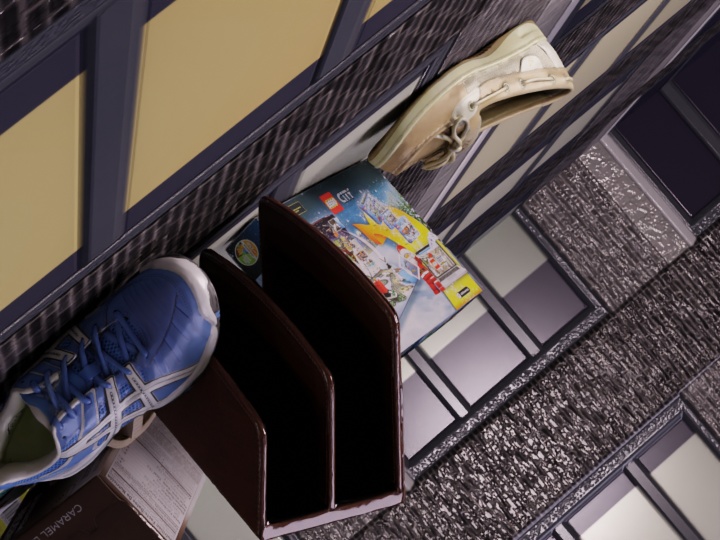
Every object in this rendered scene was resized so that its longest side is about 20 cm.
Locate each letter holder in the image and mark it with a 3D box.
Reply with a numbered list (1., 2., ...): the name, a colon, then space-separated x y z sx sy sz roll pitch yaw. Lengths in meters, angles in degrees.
1. letter holder: -0.060 0.052 1.377 0.100 0.200 0.143 -12 119 -24

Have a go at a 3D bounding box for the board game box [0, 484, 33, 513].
1. board game box: -0.264 0.153 1.521 0.200 0.035 0.126 -42 176 8

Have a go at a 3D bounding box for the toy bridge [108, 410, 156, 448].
1. toy bridge: -0.160 0.084 1.488 0.200 0.027 0.068 -42 143 -63

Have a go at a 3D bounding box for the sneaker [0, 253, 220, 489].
1. sneaker: -0.159 0.070 1.327 0.200 0.076 0.077 -48 171 25

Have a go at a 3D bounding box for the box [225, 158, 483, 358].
1. box: 0.000 0.000 1.590 0.038 0.137 0.200 -44 174 28

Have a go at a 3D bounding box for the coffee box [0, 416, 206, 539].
1. coffee box: -0.179 0.162 1.560 0.114 0.080 0.200 -39 -169 18

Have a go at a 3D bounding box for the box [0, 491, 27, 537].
1. box: -0.241 0.169 1.779 0.075 0.050 0.200 -42 175 23

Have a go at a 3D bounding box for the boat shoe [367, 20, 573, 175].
1. boat shoe: 0.085 -0.118 1.622 0.200 0.063 0.073 -37 174 -43
